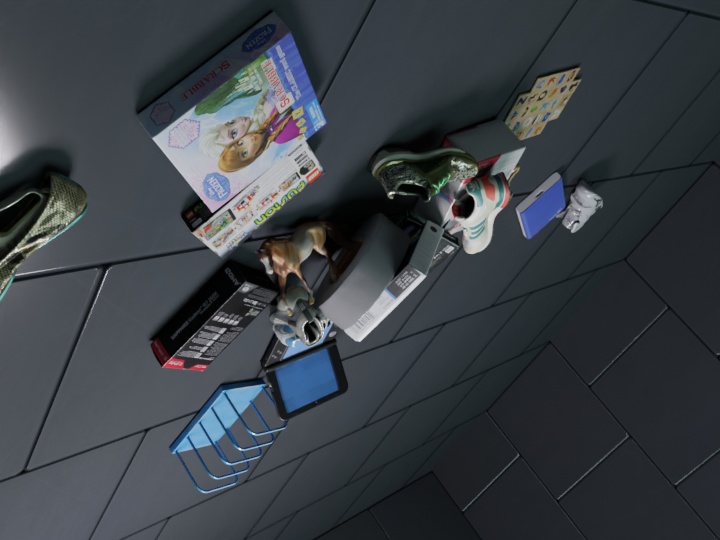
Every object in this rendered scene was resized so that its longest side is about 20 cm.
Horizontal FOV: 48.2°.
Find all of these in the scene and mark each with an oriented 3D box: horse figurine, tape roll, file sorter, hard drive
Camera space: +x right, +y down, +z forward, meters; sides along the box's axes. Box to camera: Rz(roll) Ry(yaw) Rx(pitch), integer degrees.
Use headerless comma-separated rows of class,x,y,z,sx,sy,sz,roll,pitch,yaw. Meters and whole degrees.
horse figurine,-0.088,-0.024,1.307,0.049,0.135,0.199,-2,-151,44
tape roll,0.000,0.000,1.393,0.201,0.066,0.201,-51,-167,16
file sorter,-0.269,0.344,1.667,0.201,0.123,0.138,-48,155,21
hard drive,0.451,-0.158,2.005,0.132,0.025,0.200,-42,157,2

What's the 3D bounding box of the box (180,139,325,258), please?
box,-0.148,-0.108,1.136,0.199,0.035,0.110,-40,158,-1

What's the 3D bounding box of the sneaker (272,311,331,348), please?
sneaker,-0.080,0.096,1.573,0.198,0.073,0.073,-24,152,-37

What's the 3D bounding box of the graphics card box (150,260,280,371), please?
graphics card box,-0.236,0.079,1.321,0.200,0.051,0.125,-44,158,10

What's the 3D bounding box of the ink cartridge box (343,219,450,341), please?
ink cartridge box,0.066,0.005,1.417,0.198,0.043,0.201,-48,-173,35

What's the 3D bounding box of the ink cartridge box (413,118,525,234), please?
ink cartridge box,0.200,-0.170,1.506,0.146,0.086,0.201,-22,153,-32

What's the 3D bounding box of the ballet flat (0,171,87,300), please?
ballet flat,-0.388,-0.031,0.880,0.200,0.068,0.075,-46,136,0

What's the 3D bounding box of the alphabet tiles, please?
alphabet tiles,0.349,-0.319,1.571,0.198,0.006,0.168,-22,151,-37

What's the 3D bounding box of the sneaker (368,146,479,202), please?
sneaker,0.111,-0.148,1.339,0.195,0.090,0.077,-5,151,-20

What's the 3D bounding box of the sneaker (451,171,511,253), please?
sneaker,0.200,-0.101,1.463,0.091,0.071,0.201,-8,149,-17

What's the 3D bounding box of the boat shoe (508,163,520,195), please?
boat shoe,0.275,-0.167,1.638,0.071,0.076,0.201,-34,160,-19

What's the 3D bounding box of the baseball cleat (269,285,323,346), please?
baseball cleat,-0.113,0.090,1.412,0.069,0.108,0.200,-29,172,-11

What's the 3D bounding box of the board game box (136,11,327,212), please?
board game box,-0.147,-0.185,0.988,0.198,0.041,0.200,-39,157,-4

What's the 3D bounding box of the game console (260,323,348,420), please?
game console,-0.093,0.188,1.661,0.198,0.119,0.172,-19,150,-42

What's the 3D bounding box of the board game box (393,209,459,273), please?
board game box,0.074,-0.022,1.531,0.134,0.029,0.200,25,129,-31

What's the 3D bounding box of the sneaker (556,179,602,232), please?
sneaker,0.576,-0.164,2.123,0.115,0.075,0.199,-47,160,10
